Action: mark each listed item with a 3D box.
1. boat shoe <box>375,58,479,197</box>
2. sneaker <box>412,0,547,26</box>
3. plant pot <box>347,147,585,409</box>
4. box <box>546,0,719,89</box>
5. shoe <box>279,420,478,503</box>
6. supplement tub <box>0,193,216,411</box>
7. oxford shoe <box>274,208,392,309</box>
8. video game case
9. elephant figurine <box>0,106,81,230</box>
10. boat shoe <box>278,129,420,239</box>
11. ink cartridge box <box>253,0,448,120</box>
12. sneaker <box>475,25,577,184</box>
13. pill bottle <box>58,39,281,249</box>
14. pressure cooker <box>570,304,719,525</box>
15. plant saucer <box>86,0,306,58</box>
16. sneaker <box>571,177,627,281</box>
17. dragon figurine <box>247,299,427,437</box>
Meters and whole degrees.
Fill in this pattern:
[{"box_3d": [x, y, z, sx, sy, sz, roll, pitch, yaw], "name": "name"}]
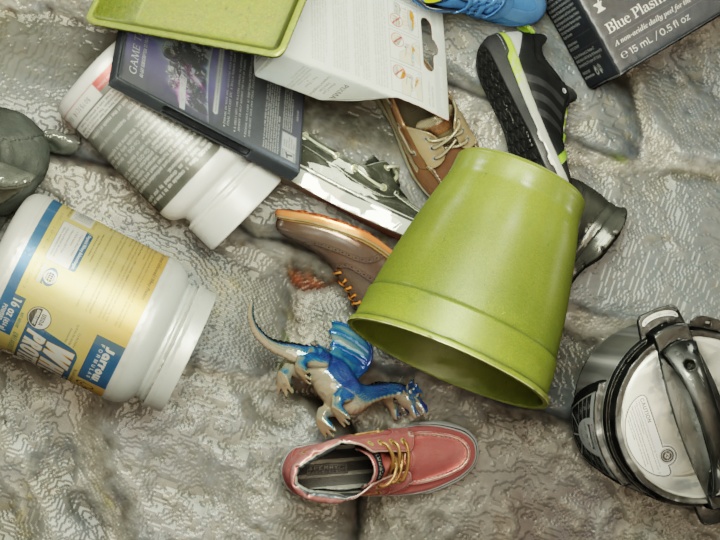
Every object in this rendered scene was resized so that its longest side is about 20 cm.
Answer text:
[{"box_3d": [0.070, -0.135, 1.732, 0.075, 0.072, 0.201, -36, 94, -7], "name": "boat shoe"}, {"box_3d": [0.096, -0.266, 1.701, 0.199, 0.066, 0.079, 20, 44, -28], "name": "sneaker"}, {"box_3d": [0.116, -0.001, 1.636, 0.199, 0.200, 0.194, 25, 80, -6], "name": "plant pot"}, {"box_3d": [0.271, -0.316, 1.739, 0.196, 0.117, 0.201, -31, 92, -7], "name": "box"}, {"box_3d": [0.023, 0.189, 1.713, 0.198, 0.091, 0.072, -6, 90, -7], "name": "shoe"}, {"box_3d": [-0.249, 0.033, 1.653, 0.199, 0.145, 0.146, 26, 86, -6], "name": "supplement tub"}, {"box_3d": [0.000, 0.000, 1.724, 0.199, 0.071, 0.073, 25, 90, -7], "name": "oxford shoe"}, {"box_3d": [-0.139, -0.181, 1.660, 0.199, 0.019, 0.144, 26, 44, -25], "name": "video game case"}, {"box_3d": [-0.359, -0.101, 1.607, 0.141, 0.200, 0.156, 28, 84, 1], "name": "elephant figurine"}, {"box_3d": [0.009, -0.080, 1.725, 0.199, 0.071, 0.064, 26, 87, -5], "name": "boat shoe"}, {"box_3d": [-0.009, -0.229, 1.674, 0.199, 0.047, 0.161, 19, 55, -33], "name": "ink cartridge box"}, {"box_3d": [0.183, -0.154, 1.735, 0.082, 0.072, 0.202, -15, 76, -19], "name": "sneaker"}, {"box_3d": [-0.179, -0.122, 1.679, 0.200, 0.114, 0.114, 45, 84, -5], "name": "pill bottle"}, {"box_3d": [0.304, 0.133, 1.697, 0.175, 0.200, 0.180, 28, 87, -7], "name": "pressure cooker"}, {"box_3d": [-0.119, -0.278, 1.601, 0.198, 0.048, 0.201, 12, 67, 21], "name": "plant saucer"}, {"box_3d": [0.174, -0.005, 1.753, 0.091, 0.076, 0.200, 40, 78, 4], "name": "sneaker"}, {"box_3d": [-0.027, 0.090, 1.715, 0.200, 0.059, 0.100, 43, 49, -2], "name": "dragon figurine"}]
